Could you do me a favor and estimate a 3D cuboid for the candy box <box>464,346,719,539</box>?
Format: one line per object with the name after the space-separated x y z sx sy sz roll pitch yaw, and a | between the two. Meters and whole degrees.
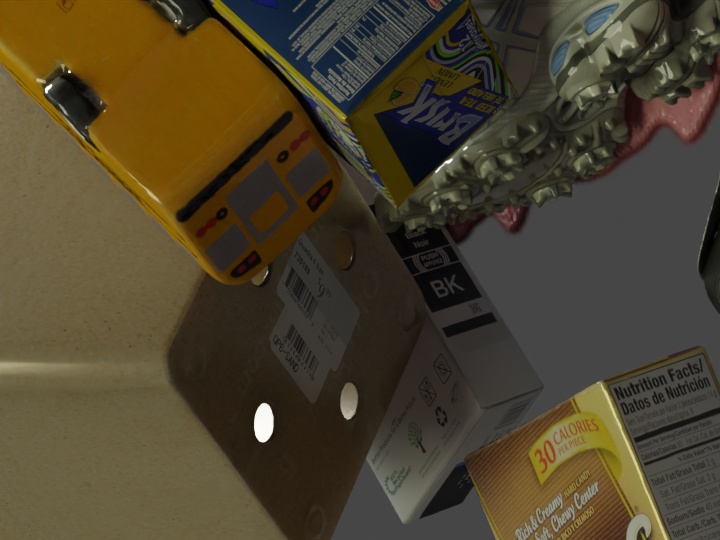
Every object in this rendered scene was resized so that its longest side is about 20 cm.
0.121 0.143 1.141 0.115 0.055 0.201 -35 74 58 | candy box

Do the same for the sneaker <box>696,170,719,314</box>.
0.150 -0.024 1.005 0.090 0.066 0.201 20 123 50 | sneaker

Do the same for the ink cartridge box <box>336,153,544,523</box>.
0.000 0.000 1.282 0.201 0.039 0.100 59 146 20 | ink cartridge box

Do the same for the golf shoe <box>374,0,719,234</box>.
0.063 -0.085 1.118 0.200 0.078 0.098 -40 64 47 | golf shoe

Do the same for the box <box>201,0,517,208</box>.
-0.035 -0.115 1.087 0.200 0.064 0.070 44 174 32 | box

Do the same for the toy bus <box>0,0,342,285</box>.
-0.095 -0.084 1.101 0.200 0.065 0.078 42 173 36 | toy bus

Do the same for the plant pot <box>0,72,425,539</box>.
-0.093 0.024 1.184 0.176 0.201 0.200 2 142 34 | plant pot
